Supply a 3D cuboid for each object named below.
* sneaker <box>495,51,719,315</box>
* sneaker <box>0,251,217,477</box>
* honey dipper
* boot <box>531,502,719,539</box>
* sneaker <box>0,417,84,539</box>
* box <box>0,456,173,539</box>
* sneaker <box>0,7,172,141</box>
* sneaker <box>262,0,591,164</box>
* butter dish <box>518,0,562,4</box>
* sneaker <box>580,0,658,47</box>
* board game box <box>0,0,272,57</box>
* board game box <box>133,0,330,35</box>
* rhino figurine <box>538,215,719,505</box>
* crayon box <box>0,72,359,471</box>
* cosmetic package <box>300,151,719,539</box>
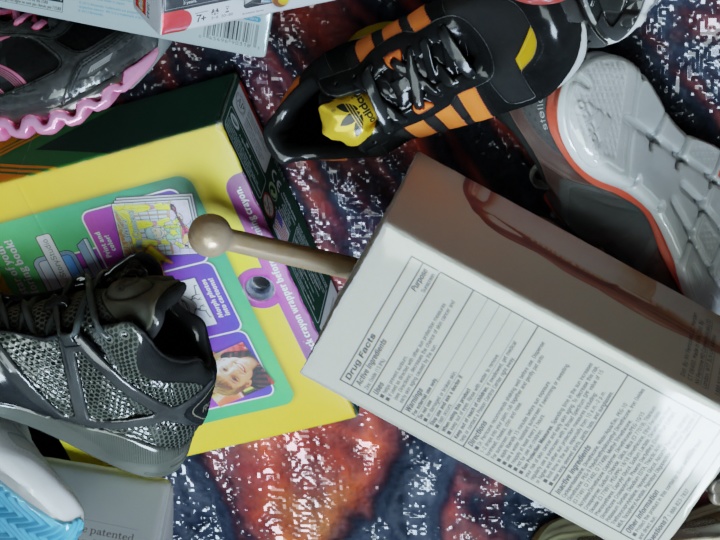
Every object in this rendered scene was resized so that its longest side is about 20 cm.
[{"bbox_3d":[0.140,-0.041,1.184,0.082,0.077,0.200,2,141,47],"label":"sneaker"},{"bbox_3d":[-0.164,0.027,1.183,0.199,0.076,0.114,22,124,-11],"label":"sneaker"},{"bbox_3d":[0.000,0.000,1.195,0.199,0.038,0.038,12,128,-26],"label":"honey dipper"},{"bbox_3d":[0.191,0.200,1.277,0.199,0.155,0.072,-6,124,11],"label":"boot"},{"bbox_3d":[-0.217,0.072,1.241,0.200,0.081,0.077,40,149,16],"label":"sneaker"},{"bbox_3d":[-0.215,0.206,1.317,0.199,0.131,0.199,10,144,1],"label":"box"},{"bbox_3d":[-0.196,-0.115,1.166,0.199,0.079,0.096,-13,111,14],"label":"sneaker"},{"bbox_3d":[0.027,-0.088,1.087,0.200,0.090,0.070,-16,108,57],"label":"sneaker"},{"bbox_3d":[0.070,-0.181,0.955,0.200,0.199,0.148,-28,128,-22],"label":"butter dish"},{"bbox_3d":[0.126,-0.207,1.063,0.074,0.079,0.201,18,111,21],"label":"sneaker"},{"bbox_3d":[-0.100,-0.213,1.086,0.147,0.064,0.200,11,127,-1],"label":"board game box"},{"bbox_3d":[-0.008,-0.187,1.046,0.200,0.035,0.127,-15,129,-25],"label":"board game box"},{"bbox_3d":[0.136,0.041,1.210,0.087,0.060,0.200,22,155,50],"label":"rhino figurine"},{"bbox_3d":[-0.112,0.008,1.243,0.172,0.058,0.200,-13,122,17],"label":"crayon box"},{"bbox_3d":[0.086,0.042,1.122,0.200,0.087,0.103,30,121,-3],"label":"cosmetic package"}]
